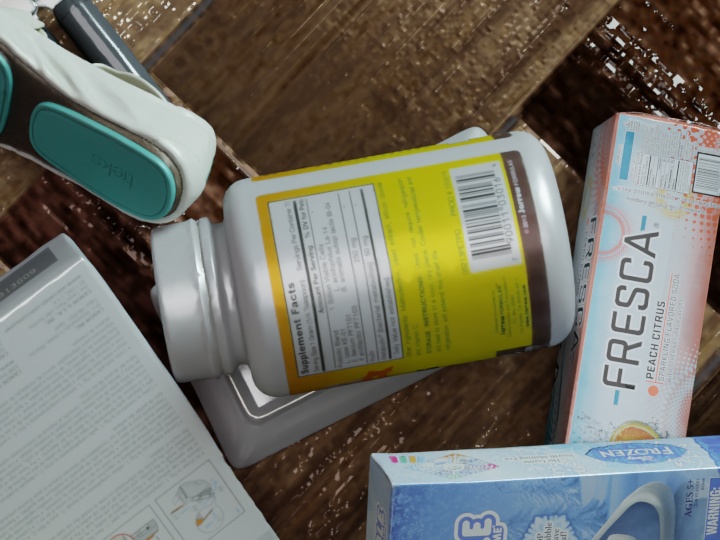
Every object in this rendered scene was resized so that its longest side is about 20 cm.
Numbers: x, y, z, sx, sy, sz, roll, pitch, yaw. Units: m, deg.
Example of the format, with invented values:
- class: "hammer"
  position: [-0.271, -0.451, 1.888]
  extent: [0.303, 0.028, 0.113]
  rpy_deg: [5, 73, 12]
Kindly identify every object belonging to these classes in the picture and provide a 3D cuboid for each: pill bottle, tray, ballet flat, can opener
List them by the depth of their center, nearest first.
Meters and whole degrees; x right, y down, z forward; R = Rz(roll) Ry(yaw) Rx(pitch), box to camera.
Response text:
- class: "pill bottle"
  position: [0.000, 0.000, 1.098]
  extent: [0.198, 0.109, 0.110]
  rpy_deg: [-10, 86, -2]
- class: "ballet flat"
  position: [-0.158, -0.091, 1.101]
  extent: [0.199, 0.069, 0.070]
  rpy_deg: [30, 85, 9]
- class: "can opener"
  position: [-0.155, -0.121, 1.144]
  extent: [0.053, 0.067, 0.200]
  rpy_deg: [-38, 88, -4]
- class: "tray"
  position: [-0.001, 0.013, 1.163]
  extent: [0.199, 0.022, 0.108]
  rpy_deg: [-27, 86, -4]

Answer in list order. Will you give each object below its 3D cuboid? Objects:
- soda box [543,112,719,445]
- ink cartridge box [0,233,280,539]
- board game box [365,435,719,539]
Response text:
- class: "soda box"
  position: [0.139, 0.023, 1.143]
  extent: [0.063, 0.068, 0.202]
  rpy_deg: [10, 85, -4]
- class: "ink cartridge box"
  position: [-0.152, 0.107, 1.087]
  extent: [0.160, 0.047, 0.201]
  rpy_deg: [-37, 118, -8]
- class: "board game box"
  position: [0.099, 0.184, 1.088]
  extent: [0.197, 0.043, 0.202]
  rpy_deg: [-2, 109, -14]
